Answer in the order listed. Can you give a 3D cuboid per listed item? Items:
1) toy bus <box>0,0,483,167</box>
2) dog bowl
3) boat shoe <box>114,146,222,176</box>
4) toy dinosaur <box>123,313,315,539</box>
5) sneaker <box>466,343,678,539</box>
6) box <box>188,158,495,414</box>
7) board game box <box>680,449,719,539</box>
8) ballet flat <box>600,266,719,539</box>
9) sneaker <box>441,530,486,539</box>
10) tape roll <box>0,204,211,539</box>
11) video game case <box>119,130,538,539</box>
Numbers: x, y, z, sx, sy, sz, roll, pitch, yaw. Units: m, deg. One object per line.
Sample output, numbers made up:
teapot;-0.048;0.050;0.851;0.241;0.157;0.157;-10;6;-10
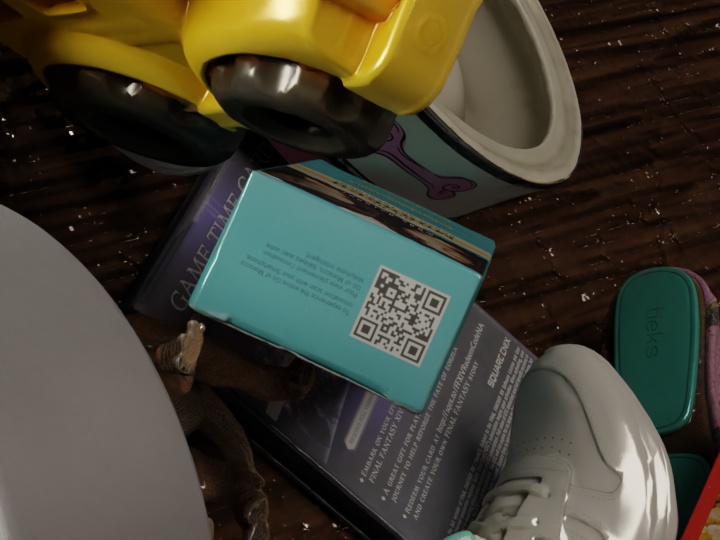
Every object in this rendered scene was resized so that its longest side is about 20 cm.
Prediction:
toy bus;-0.074;-0.130;0.724;0.192;0.200;0.136;28;75;-36
dog bowl;0.006;-0.105;0.965;0.200;0.074;0.201;41;31;-31
boat shoe;-0.102;-0.121;0.903;0.199;0.074;0.068;49;20;16
toy dinosaur;-0.098;0.045;0.774;0.200;0.135;0.086;0;102;-68
sneaker;0.063;0.119;0.846;0.099;0.075;0.201;16;67;-28
box;0.000;0.000;0.797;0.082;0.049;0.200;25;5;2
board game box;0.155;0.158;0.882;0.200;0.046;0.152;-52;140;-53
ballet flat;0.130;0.090;0.973;0.071;0.069;0.201;60;30;-43
sneaker;0.019;0.122;0.736;0.075;0.200;0.089;0;103;-27
tape roll;-0.130;0.081;0.607;0.066;0.200;0.201;-12;69;-48
video game case;0.003;0.039;0.920;0.200;0.019;0.143;41;39;-12
